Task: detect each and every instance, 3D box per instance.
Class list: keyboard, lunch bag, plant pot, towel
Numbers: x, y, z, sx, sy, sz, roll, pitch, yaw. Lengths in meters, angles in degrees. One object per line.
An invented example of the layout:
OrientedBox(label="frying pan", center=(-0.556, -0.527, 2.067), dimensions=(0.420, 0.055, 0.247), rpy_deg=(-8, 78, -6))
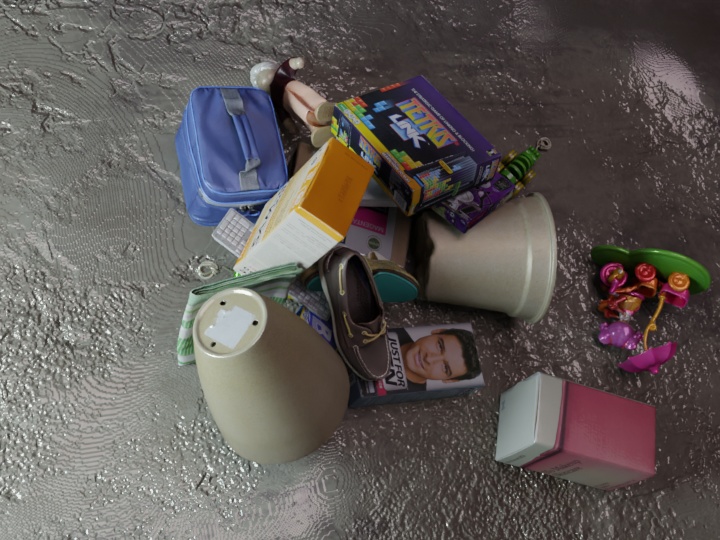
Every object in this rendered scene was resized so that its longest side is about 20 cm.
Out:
OrientedBox(label="keyboard", center=(-0.114, -0.008, 1.257), dimensions=(0.199, 0.011, 0.057), rpy_deg=(38, 59, -10))
OrientedBox(label="lunch bag", center=(-0.188, -0.164, 1.314), dimensions=(0.134, 0.132, 0.202), rpy_deg=(-7, 69, -23))
OrientedBox(label="plant pot", center=(0.178, -0.020, 1.374), dimensions=(0.181, 0.201, 0.203), rpy_deg=(1, 66, -8))
OrientedBox(label="plant pot", center=(-0.125, 0.113, 1.112), dimensions=(0.185, 0.201, 0.189), rpy_deg=(-7, 56, 11))
OrientedBox(label="towel", center=(-0.163, 0.060, 1.183), dimensions=(0.151, 0.200, 0.024), rpy_deg=(-15, 67, -26))

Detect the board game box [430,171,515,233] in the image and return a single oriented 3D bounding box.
OrientedBox(label="board game box", center=(0.118, -0.148, 1.340), dimensions=(0.200, 0.032, 0.120), rpy_deg=(40, 50, 21))

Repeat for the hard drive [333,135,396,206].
OrientedBox(label="hard drive", center=(0.058, -0.159, 1.383), dimensions=(0.198, 0.027, 0.133), rpy_deg=(-1, 64, -21))

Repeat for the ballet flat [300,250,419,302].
OrientedBox(label="ballet flat", center=(0.000, 0.000, 1.284), dimensions=(0.198, 0.071, 0.071), rpy_deg=(8, 63, -34))

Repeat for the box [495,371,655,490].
OrientedBox(label="box", center=(0.316, 0.240, 1.329), dimensions=(0.198, 0.128, 0.110), rpy_deg=(16, 63, -13))

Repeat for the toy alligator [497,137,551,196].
OrientedBox(label="toy alligator", center=(0.282, -0.186, 1.551), dimensions=(0.059, 0.054, 0.200), rpy_deg=(46, 59, 3))

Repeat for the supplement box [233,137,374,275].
OrientedBox(label="supplement box", center=(-0.077, -0.067, 1.177), dimensions=(0.073, 0.200, 0.127), rpy_deg=(33, 53, -15))

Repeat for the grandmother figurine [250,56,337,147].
OrientedBox(label="grandmother figurine", center=(-0.107, -0.272, 1.391), dimensions=(0.060, 0.122, 0.200), rpy_deg=(-2, 31, -41))

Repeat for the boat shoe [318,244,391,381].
OrientedBox(label="boat shoe", center=(0.001, 0.062, 1.213), dimensions=(0.071, 0.059, 0.202), rpy_deg=(-25, 107, -27))

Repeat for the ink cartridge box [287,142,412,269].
OrientedBox(label="ink cartridge box", center=(-0.024, -0.084, 1.375), dimensions=(0.198, 0.075, 0.166), rpy_deg=(16, 61, -14))

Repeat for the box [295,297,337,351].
OrientedBox(label="box", center=(-0.081, 0.143, 1.257), dimensions=(0.069, 0.064, 0.202), rpy_deg=(23, 60, -10))

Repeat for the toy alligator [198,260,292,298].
OrientedBox(label="toy alligator", center=(-0.140, 0.002, 1.300), dimensions=(0.198, 0.054, 0.060), rpy_deg=(7, 100, -22))

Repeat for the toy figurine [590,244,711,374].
OrientedBox(label="toy figurine", center=(0.451, 0.073, 1.472), dimensions=(0.198, 0.150, 0.186), rpy_deg=(17, 69, 12))

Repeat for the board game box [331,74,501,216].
OrientedBox(label="board game box", center=(0.079, -0.186, 1.311), dimensions=(0.164, 0.057, 0.200), rpy_deg=(-25, 59, -26))

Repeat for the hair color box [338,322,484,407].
OrientedBox(label="hair color box", center=(0.074, 0.137, 1.321), dimensions=(0.198, 0.061, 0.100), rpy_deg=(-3, 68, -23))
